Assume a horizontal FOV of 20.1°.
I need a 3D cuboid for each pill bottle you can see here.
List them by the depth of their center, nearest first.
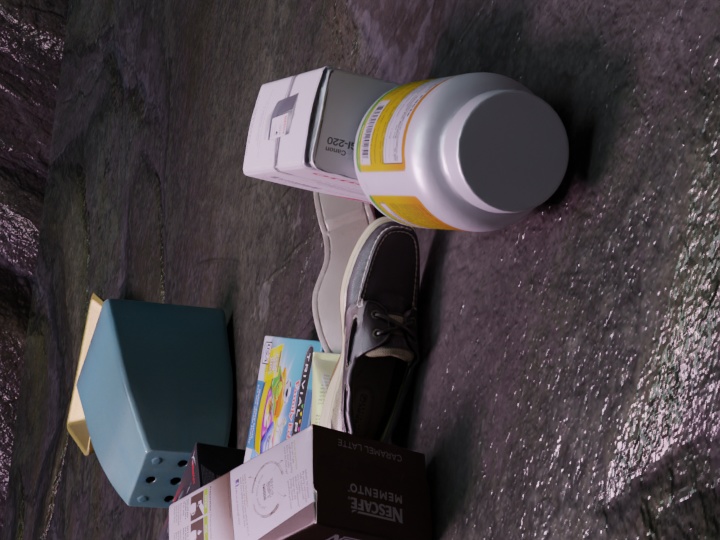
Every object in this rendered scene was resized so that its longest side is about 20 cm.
[{"bbox_3d":[0.074,-0.084,1.454,0.200,0.110,0.112,-171,92,-73],"label":"pill bottle"}]

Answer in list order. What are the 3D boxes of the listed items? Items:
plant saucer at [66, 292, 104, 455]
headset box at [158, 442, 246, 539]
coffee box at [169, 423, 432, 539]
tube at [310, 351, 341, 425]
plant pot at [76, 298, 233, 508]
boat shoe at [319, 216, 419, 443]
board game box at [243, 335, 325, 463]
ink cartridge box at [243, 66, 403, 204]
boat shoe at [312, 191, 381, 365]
[{"bbox_3d":[-0.354,0.144,2.819,0.200,0.048,0.201,-156,76,-73],"label":"plant saucer"},{"bbox_3d":[-0.153,0.297,2.028,0.149,0.077,0.201,-101,28,-49],"label":"headset box"},{"bbox_3d":[-0.050,0.199,1.590,0.200,0.114,0.080,-33,50,45],"label":"coffee box"},{"bbox_3d":[-0.015,0.169,1.696,0.052,0.058,0.201,161,116,-71],"label":"tube"},{"bbox_3d":[-0.217,0.155,2.222,0.201,0.141,0.142,-107,31,-45],"label":"plant pot"},{"bbox_3d":[0.019,0.059,1.636,0.065,0.073,0.201,23,106,61],"label":"boat shoe"},{"bbox_3d":[-0.054,0.139,1.849,0.200,0.047,0.152,178,102,-73],"label":"board game box"},{"bbox_3d":[0.001,-0.103,1.641,0.200,0.145,0.085,-171,93,-73],"label":"ink cartridge box"},{"bbox_3d":[0.000,0.000,1.773,0.063,0.072,0.201,43,-143,-57],"label":"boat shoe"}]
